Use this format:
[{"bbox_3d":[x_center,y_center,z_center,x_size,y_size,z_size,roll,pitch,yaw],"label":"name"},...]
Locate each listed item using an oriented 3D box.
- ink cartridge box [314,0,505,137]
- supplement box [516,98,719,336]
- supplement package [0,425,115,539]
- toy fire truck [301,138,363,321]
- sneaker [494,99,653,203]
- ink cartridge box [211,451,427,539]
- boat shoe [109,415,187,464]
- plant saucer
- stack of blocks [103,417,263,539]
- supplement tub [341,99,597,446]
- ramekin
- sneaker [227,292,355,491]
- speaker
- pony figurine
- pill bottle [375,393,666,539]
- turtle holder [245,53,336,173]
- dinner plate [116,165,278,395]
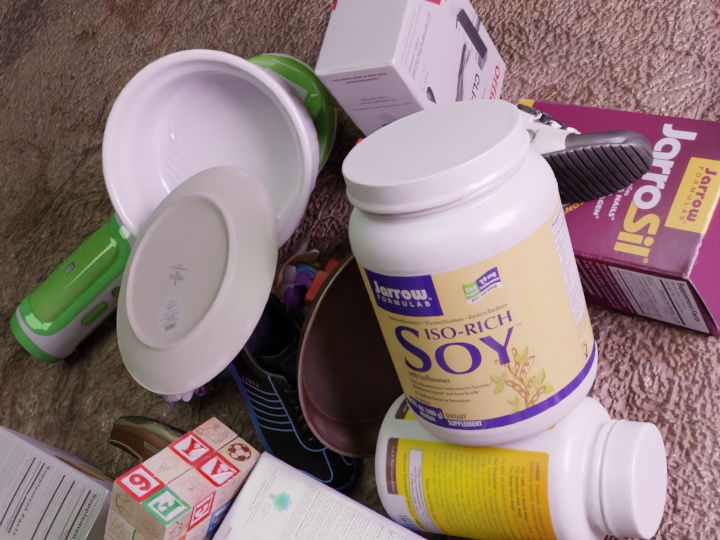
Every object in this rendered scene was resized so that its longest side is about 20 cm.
[{"bbox_3d":[0.054,-0.185,0.883,0.083,0.200,0.146,1,64,30],"label":"ink cartridge box"},{"bbox_3d":[0.202,-0.047,0.763,0.198,0.103,0.132,15,72,39],"label":"supplement box"},{"bbox_3d":[-0.290,0.245,0.931,0.198,0.114,0.111,15,74,38],"label":"supplement package"},{"bbox_3d":[0.000,0.000,0.830,0.048,0.201,0.142,19,62,13],"label":"toy fire truck"},{"bbox_3d":[0.124,-0.098,0.727,0.198,0.074,0.090,-5,63,34],"label":"sneaker"},{"bbox_3d":[-0.022,0.251,0.737,0.198,0.077,0.137,21,69,28],"label":"ink cartridge box"},{"bbox_3d":[-0.172,0.191,0.907,0.198,0.075,0.075,9,72,39],"label":"boat shoe"},{"bbox_3d":[0.023,0.052,0.766,0.034,0.200,0.201,29,82,45],"label":"plant saucer"},{"bbox_3d":[-0.159,0.236,0.801,0.058,0.115,0.202,32,123,21],"label":"stack of blocks"},{"bbox_3d":[0.075,0.001,0.656,0.143,0.202,0.146,-17,26,8],"label":"supplement tub"},{"bbox_3d":[-0.133,-0.105,0.902,0.199,0.202,0.098,-32,6,15],"label":"ramekin"},{"bbox_3d":[-0.058,0.103,0.802,0.070,0.201,0.078,-36,8,-27],"label":"sneaker"},{"bbox_3d":[-0.306,0.014,1.096,0.200,0.088,0.089,-42,48,7],"label":"speaker"},{"bbox_3d":[-0.123,0.069,0.909,0.199,0.166,0.195,-19,45,44],"label":"pony figurine"},{"bbox_3d":[0.117,0.146,0.706,0.198,0.109,0.111,-2,63,34],"label":"pill bottle"},{"bbox_3d":[-0.092,-0.133,1.008,0.139,0.132,0.188,0,105,8],"label":"turtle holder"},{"bbox_3d":[-0.147,0.003,0.800,0.198,0.024,0.203,-17,62,36],"label":"dinner plate"}]
